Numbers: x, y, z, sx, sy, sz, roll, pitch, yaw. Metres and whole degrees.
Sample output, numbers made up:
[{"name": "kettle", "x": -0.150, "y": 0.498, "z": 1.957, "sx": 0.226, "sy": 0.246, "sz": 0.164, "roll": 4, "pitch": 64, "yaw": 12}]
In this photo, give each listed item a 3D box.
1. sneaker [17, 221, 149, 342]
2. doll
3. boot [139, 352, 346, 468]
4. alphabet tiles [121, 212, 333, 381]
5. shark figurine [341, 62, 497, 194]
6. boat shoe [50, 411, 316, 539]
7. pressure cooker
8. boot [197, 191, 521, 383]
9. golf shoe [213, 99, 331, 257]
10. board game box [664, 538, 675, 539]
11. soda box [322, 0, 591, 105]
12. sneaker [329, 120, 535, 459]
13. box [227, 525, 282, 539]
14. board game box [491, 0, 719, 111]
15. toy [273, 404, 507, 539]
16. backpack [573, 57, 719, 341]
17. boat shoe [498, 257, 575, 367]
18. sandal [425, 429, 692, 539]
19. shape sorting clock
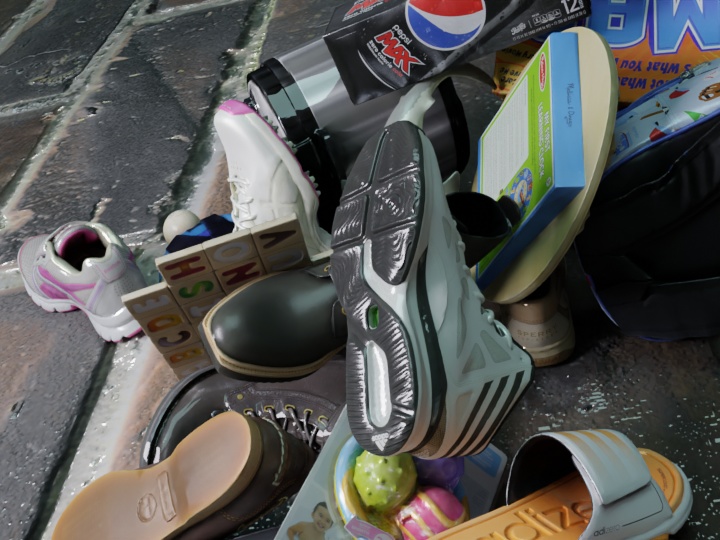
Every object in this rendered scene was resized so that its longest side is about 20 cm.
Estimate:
[{"name": "sneaker", "x": -0.260, "y": -0.009, "z": 0.974, "sx": 0.198, "sy": 0.089, "sz": 0.081, "roll": 17, "pitch": 44, "yaw": 41}, {"name": "doll", "x": -0.126, "y": -0.019, "z": 0.968, "sx": 0.136, "sy": 0.049, "sz": 0.199, "roll": -39, "pitch": 32, "yaw": -22}, {"name": "boot", "x": -0.036, "y": 0.107, "z": 0.721, "sx": 0.173, "sy": 0.070, "sz": 0.199, "roll": 16, "pitch": 42, "yaw": 40}, {"name": "alphabet tiles", "x": -0.079, "y": 0.022, "z": 0.771, "sx": 0.165, "sy": 0.201, "sz": 0.008, "roll": -18, "pitch": 65, "yaw": -3}, {"name": "shark figurine", "x": 0.025, "y": -0.084, "z": 0.829, "sx": 0.127, "sy": 0.218, "sz": 0.089, "roll": 11, "pitch": -2, "yaw": -43}, {"name": "boat shoe", "x": -0.115, "y": 0.154, "z": 0.666, "sx": 0.198, "sy": 0.070, "sz": 0.071, "roll": -29, "pitch": 56, "yaw": 29}, {"name": "pressure cooker", "x": -0.020, "y": -0.128, "z": 0.960, "sx": 0.198, "sy": 0.177, "sz": 0.180, "roll": -25, "pitch": 64, "yaw": -10}, {"name": "boot", "x": 0.000, "y": 0.000, "z": 0.693, "sx": 0.198, "sy": 0.138, "sz": 0.078, "roll": -17, "pitch": 70, "yaw": -38}, {"name": "golf shoe", "x": -0.073, "y": -0.036, "z": 0.836, "sx": 0.091, "sy": 0.202, "sz": 0.075, "roll": -36, "pitch": 23, "yaw": -19}, {"name": "board game box", "x": 0.154, "y": 0.194, "z": 0.550, "sx": 0.197, "sy": 0.033, "sz": 0.121, "roll": 5, "pitch": 42, "yaw": 29}, {"name": "soda box", "x": 0.074, "y": -0.200, "z": 0.806, "sx": 0.197, "sy": 0.064, "sz": 0.071, "roll": -18, "pitch": 28, "yaw": 19}, {"name": "sneaker", "x": 0.047, "y": 0.016, "z": 0.637, "sx": 0.075, "sy": 0.114, "sz": 0.204, "roll": -18, "pitch": 65, "yaw": 44}, {"name": "box", "x": -0.101, "y": 0.244, "z": 0.561, "sx": 0.155, "sy": 0.050, "sz": 0.201, "roll": -15, "pitch": 32, "yaw": 0}, {"name": "board game box", "x": 0.242, "y": -0.232, "z": 0.900, "sx": 0.197, "sy": 0.204, "sz": 0.199, "roll": 7, "pitch": 3, "yaw": 22}, {"name": "toy", "x": 0.026, "y": 0.140, "z": 0.609, "sx": 0.047, "sy": 0.115, "sz": 0.201, "roll": -46, "pitch": 8, "yaw": 46}, {"name": "backpack", "x": 0.238, "y": -0.049, "z": 0.738, "sx": 0.188, "sy": 0.202, "sz": 0.154, "roll": -24, "pitch": 21, "yaw": 7}, {"name": "boat shoe", "x": 0.130, "y": -0.010, "z": 0.828, "sx": 0.070, "sy": 0.065, "sz": 0.201, "roll": -13, "pitch": 33, "yaw": 4}, {"name": "sandal", "x": 0.106, "y": 0.125, "z": 0.573, "sx": 0.204, "sy": 0.060, "sz": 0.079, "roll": -15, "pitch": 21, "yaw": -32}, {"name": "shape sorting clock", "x": 0.126, "y": -0.074, "z": 0.744, "sx": 0.039, "sy": 0.202, "sz": 0.201, "roll": 15, "pitch": 30, "yaw": -13}]
